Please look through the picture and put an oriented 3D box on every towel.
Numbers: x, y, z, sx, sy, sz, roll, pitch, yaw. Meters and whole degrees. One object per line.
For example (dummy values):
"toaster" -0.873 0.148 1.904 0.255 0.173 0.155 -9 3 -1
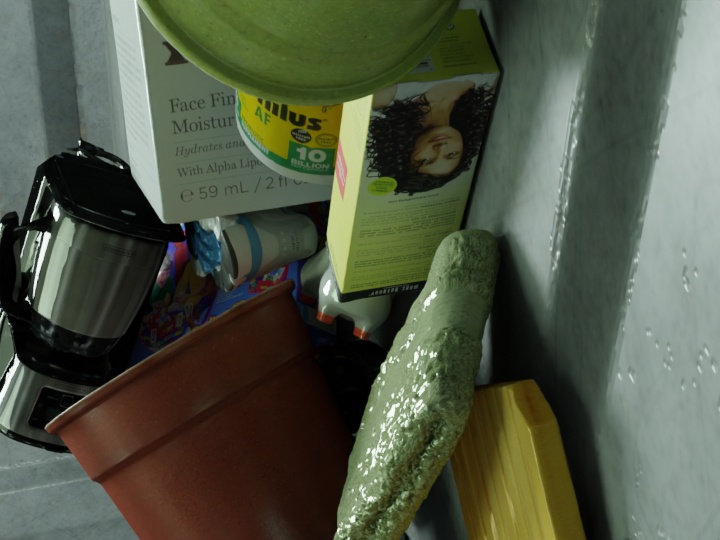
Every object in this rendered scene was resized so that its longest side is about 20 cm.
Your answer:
"towel" 0.025 0.084 0.914 0.201 0.036 0.149 116 172 -46

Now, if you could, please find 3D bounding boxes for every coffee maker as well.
"coffee maker" -0.225 0.022 1.303 0.192 0.133 0.202 -75 7 -74

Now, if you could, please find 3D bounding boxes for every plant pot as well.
"plant pot" 0.002 -0.195 0.740 0.184 0.198 0.203 161 100 -65
"plant pot" -0.083 0.141 1.117 0.196 0.200 0.201 60 166 2

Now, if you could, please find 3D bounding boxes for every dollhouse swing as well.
"dollhouse swing" 0.037 0.177 0.852 0.177 0.181 0.200 62 168 -1

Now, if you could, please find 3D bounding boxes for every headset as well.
"headset" -0.002 0.124 1.232 0.200 0.093 0.125 -37 66 58

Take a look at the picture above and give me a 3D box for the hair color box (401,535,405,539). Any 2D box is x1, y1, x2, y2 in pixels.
"hair color box" 0.007 0.298 1.283 0.099 0.060 0.202 -155 56 -75

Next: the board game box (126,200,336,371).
"board game box" -0.103 0.010 1.296 0.199 0.045 0.136 -19 59 39

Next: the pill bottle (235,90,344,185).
"pill bottle" -0.016 -0.150 0.960 0.201 0.111 0.114 103 156 -58

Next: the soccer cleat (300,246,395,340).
"soccer cleat" 0.000 0.000 1.130 0.200 0.069 0.078 -144 78 -84

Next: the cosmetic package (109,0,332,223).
"cosmetic package" -0.086 -0.157 1.153 0.165 0.163 0.202 -136 38 -69

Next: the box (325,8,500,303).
"box" 0.025 -0.060 0.931 0.201 0.074 0.051 98 159 -56

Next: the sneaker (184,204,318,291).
"sneaker" -0.082 -0.031 1.217 0.200 0.086 0.076 -142 43 -66

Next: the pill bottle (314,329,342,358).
"pill bottle" -0.078 0.047 1.372 0.115 0.113 0.201 96 160 -50
